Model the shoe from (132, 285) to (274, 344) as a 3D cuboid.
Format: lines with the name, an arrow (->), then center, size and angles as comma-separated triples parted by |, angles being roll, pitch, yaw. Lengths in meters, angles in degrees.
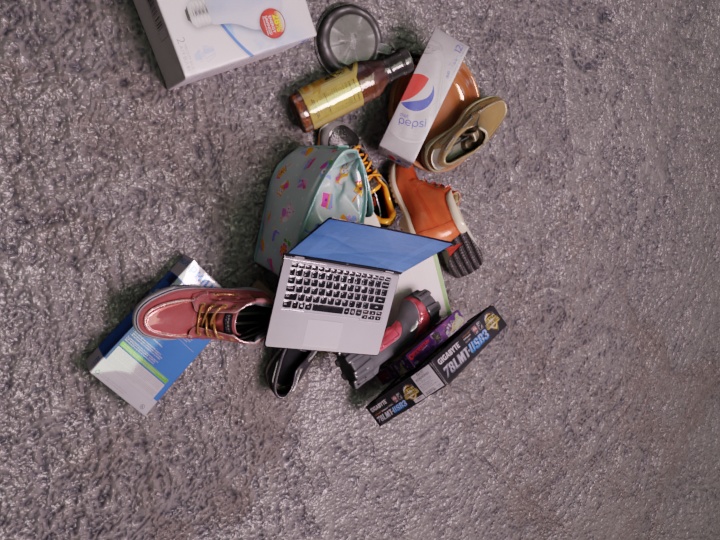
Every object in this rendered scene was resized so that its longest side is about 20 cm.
shoe -> -0.199, 0.061, 0.826 | 0.196, 0.090, 0.074 | -4, 100, -32

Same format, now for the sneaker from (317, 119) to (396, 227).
sneaker -> 0.001, -0.154, 0.989 | 0.078, 0.077, 0.202 | -39, 114, -17

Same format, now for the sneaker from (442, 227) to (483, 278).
sneaker -> 0.164, -0.070, 1.104 | 0.069, 0.095, 0.200 | -24, 142, 13

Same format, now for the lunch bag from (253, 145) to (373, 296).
lunch bag -> -0.068, -0.085, 0.902 | 0.120, 0.169, 0.205 | 14, 94, -30

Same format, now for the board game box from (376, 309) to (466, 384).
board game box -> 0.097, 0.134, 1.033 | 0.119, 0.200, 0.033 | -33, 82, -20

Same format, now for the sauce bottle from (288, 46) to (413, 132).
sauce bottle -> -0.012, -0.281, 0.939 | 0.197, 0.066, 0.067 | -28, 112, -8

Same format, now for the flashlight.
flashlight -> 0.045, 0.102, 0.983 | 0.198, 0.067, 0.069 | -30, 135, -32

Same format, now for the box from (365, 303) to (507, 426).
box -> 0.125, 0.158, 1.020 | 0.199, 0.198, 0.050 | -33, 83, -42

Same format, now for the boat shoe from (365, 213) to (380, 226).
boat shoe -> -0.002, 0.001, 0.990 | 0.071, 0.060, 0.207 | -18, 113, -40

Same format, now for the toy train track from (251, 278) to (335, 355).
toy train track -> -0.097, 0.077, 0.994 | 0.199, 0.033, 0.115 | 39, 98, -23

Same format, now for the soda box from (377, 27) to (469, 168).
soda box -> 0.097, -0.269, 0.970 | 0.062, 0.068, 0.203 | 26, 91, -2

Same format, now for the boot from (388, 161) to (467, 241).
boot -> 0.109, -0.116, 0.995 | 0.106, 0.203, 0.075 | -28, 142, 17

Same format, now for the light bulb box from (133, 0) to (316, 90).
light bulb box -> -0.190, -0.372, 0.807 | 0.197, 0.124, 0.202 | -28, 111, -23

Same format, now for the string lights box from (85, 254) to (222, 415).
string lights box -> -0.277, 0.089, 0.871 | 0.201, 0.059, 0.103 | -49, 119, -15

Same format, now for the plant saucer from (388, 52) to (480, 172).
plant saucer -> 0.127, -0.274, 1.067 | 0.196, 0.037, 0.206 | -6, 102, -31

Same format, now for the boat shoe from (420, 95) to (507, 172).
boat shoe -> 0.195, -0.232, 1.049 | 0.200, 0.076, 0.072 | -43, 117, -18

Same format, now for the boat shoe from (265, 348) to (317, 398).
boat shoe -> -0.083, 0.113, 0.958 | 0.072, 0.063, 0.202 | 28, 102, -20

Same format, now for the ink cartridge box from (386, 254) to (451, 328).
ink cartridge box -> 0.049, 0.038, 1.070 | 0.195, 0.048, 0.149 | -18, 108, -3

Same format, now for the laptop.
laptop -> -0.006, 0.032, 0.803 | 0.183, 0.116, 0.205 | 9, 102, -29

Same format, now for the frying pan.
frying pan -> 0.014, -0.340, 0.973 | 0.188, 0.031, 0.117 | 31, 89, -17
